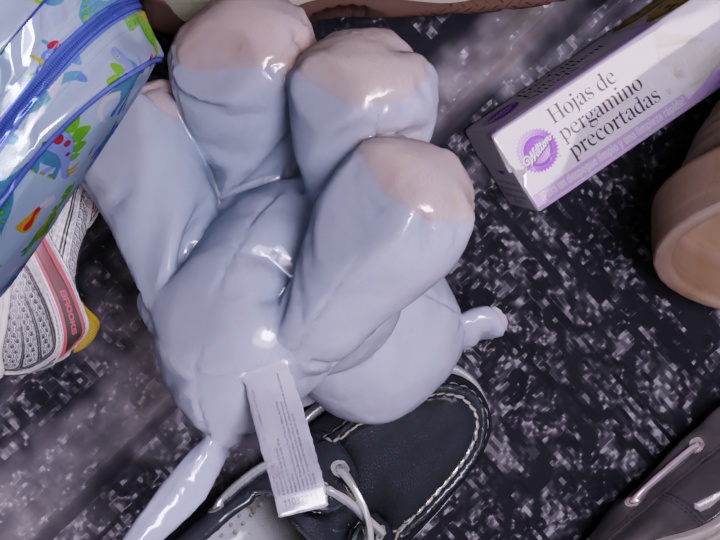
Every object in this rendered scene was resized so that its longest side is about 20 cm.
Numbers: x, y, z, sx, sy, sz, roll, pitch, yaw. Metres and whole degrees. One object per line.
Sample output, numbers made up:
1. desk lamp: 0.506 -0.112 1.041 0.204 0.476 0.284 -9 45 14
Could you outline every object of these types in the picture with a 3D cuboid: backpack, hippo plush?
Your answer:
1. backpack: -0.161 -0.043 0.967 0.154 0.163 0.200 21 93 5
2. hippo plush: 0.000 0.000 1.061 0.159 0.161 0.200 -19 73 28

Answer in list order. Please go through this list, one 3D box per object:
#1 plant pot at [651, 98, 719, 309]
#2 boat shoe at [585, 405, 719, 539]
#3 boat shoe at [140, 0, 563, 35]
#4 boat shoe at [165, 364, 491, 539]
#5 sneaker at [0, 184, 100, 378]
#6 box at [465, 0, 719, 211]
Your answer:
1. plant pot: 0.213 -0.051 1.122 0.201 0.201 0.093 2 71 -15
2. boat shoe: 0.145 0.103 1.184 0.200 0.057 0.067 -38 125 -4
3. boat shoe: 0.012 -0.139 1.103 0.202 0.075 0.075 -7 105 -14
4. boat shoe: -0.025 0.108 1.130 0.200 0.060 0.076 -38 103 -8
5. sneaker: -0.137 -0.057 1.086 0.082 0.078 0.200 -1 97 -35
6. box: 0.138 -0.095 1.161 0.200 0.041 0.039 -34 102 -8
